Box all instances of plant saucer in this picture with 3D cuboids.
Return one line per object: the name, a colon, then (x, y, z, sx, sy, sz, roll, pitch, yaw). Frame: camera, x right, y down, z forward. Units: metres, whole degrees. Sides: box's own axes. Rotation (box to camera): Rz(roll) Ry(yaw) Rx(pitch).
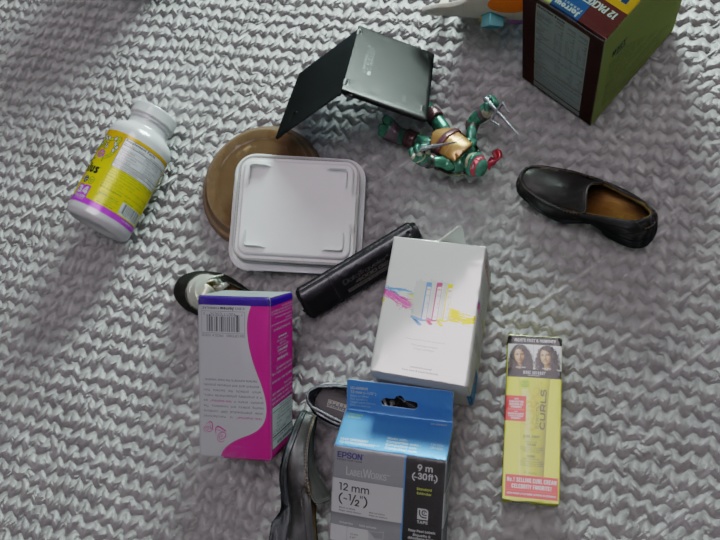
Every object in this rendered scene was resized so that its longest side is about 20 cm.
plant saucer: (-0.152, -0.133, 1.174, 0.194, 0.030, 0.206, -4, 70, 10)

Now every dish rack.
dish rack: (-0.092, -0.087, 1.109, 0.194, 0.044, 0.177, 3, 78, 1)

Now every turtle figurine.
turtle figurine: (0.122, -0.185, 1.093, 0.149, 0.102, 0.199, -36, 49, -21)

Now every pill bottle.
pill bottle: (-0.359, -0.155, 1.185, 0.102, 0.105, 0.204, 20, 76, 18)

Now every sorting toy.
sorting toy: (0.188, -0.418, 1.155, 0.176, 0.109, 0.201, 2, 37, 27)

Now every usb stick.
usb stick: (0.000, 0.000, 1.082, 0.197, 0.056, 0.033, -31, 32, 1)

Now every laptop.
laptop: (-0.004, -0.261, 1.145, 0.195, 0.117, 0.190, 17, 44, -6)

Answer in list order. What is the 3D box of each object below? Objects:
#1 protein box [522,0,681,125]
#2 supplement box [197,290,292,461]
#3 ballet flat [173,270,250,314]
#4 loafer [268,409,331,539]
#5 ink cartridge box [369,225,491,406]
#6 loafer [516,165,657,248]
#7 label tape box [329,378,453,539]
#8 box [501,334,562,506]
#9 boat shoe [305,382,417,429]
protein box: (0.331, -0.355, 1.051, 0.134, 0.200, 0.199, 40, 83, 21)
supplement box: (-0.148, 0.132, 1.006, 0.098, 0.103, 0.206, 1, 93, 12)
ballet flat: (-0.191, 0.040, 1.100, 0.195, 0.069, 0.069, 18, 76, 18)
loafer: (-0.069, 0.285, 0.991, 0.070, 0.073, 0.206, 6, 83, 7)
ink cartridge box: (0.098, 0.055, 1.000, 0.122, 0.129, 0.205, 6, 72, 14)
loafer: (0.302, -0.100, 1.030, 0.196, 0.072, 0.074, 21, 77, 19)
label tape box: (0.038, 0.246, 0.940, 0.139, 0.066, 0.206, 5, 100, 14)
box: (0.215, 0.187, 0.970, 0.073, 0.050, 0.206, 3, 72, 12)
boat shoe: (0.022, 0.186, 1.003, 0.195, 0.068, 0.073, 14, 74, 17)
